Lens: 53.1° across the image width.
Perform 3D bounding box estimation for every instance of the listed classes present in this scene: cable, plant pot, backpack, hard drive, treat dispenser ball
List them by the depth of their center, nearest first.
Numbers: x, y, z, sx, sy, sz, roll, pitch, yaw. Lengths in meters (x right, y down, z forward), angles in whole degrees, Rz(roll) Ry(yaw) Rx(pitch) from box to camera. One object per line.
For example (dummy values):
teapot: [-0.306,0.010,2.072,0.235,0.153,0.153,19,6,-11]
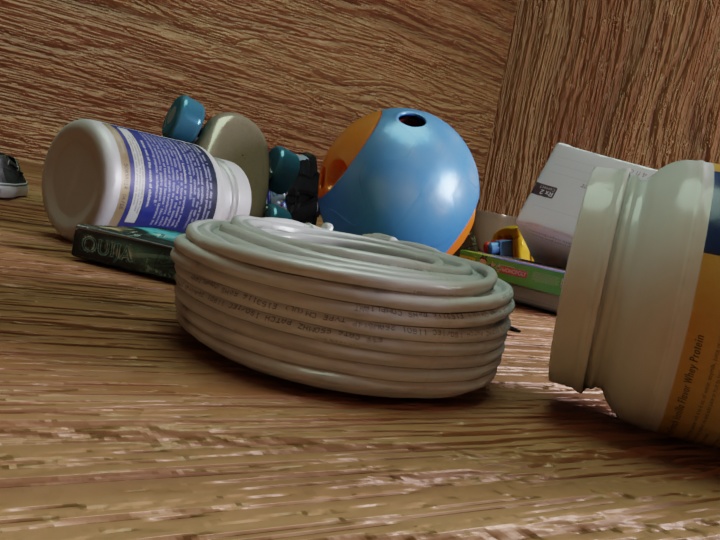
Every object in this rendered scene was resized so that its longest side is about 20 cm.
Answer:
cable: [-0.012,0.015,0.418,0.198,0.071,0.198,5,9,-43]
treat dispenser ball: [0.046,-0.095,0.881,0.197,0.205,0.201,11,5,-1]
hard drive: [0.247,0.033,0.974,0.198,0.027,0.131,16,8,42]
backpack: [-0.145,-0.135,1.327,0.151,0.166,0.200,2,13,-3]
plant pot: [0.459,-0.129,2.491,0.197,0.137,0.200,11,6,-1]

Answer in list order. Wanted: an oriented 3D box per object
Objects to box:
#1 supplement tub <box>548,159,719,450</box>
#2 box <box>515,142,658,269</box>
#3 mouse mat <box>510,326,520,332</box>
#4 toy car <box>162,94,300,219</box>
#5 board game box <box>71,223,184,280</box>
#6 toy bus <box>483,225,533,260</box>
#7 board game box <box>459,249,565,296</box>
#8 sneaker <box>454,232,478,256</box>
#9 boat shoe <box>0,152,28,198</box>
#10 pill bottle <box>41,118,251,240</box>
supplement tub: [0.208,0.023,0.372,0.197,0.147,0.144,13,6,20]
box: [0.342,-0.044,0.970,0.197,0.132,0.200,23,-13,34]
mouse mat: [0.032,0.014,0.652,0.198,0.008,0.160,20,-2,42]
toy car: [-0.214,-0.102,0.986,0.183,0.180,0.199,22,-31,-32]
board game box: [-0.124,-0.007,0.622,0.197,0.029,0.135,13,5,14]
toy bus: [0.299,-0.031,1.314,0.188,0.138,0.200,-5,4,-3]
board game box: [0.239,0.009,0.918,0.133,0.030,0.199,8,6,-38]
sneaker: [0.095,-0.037,1.123,0.197,0.077,0.070,15,7,31]
boat shoe: [-0.518,-0.141,1.044,0.068,0.058,0.200,8,6,-23]
pill bottle: [-0.215,-0.083,0.755,0.114,0.118,0.199,14,7,34]
